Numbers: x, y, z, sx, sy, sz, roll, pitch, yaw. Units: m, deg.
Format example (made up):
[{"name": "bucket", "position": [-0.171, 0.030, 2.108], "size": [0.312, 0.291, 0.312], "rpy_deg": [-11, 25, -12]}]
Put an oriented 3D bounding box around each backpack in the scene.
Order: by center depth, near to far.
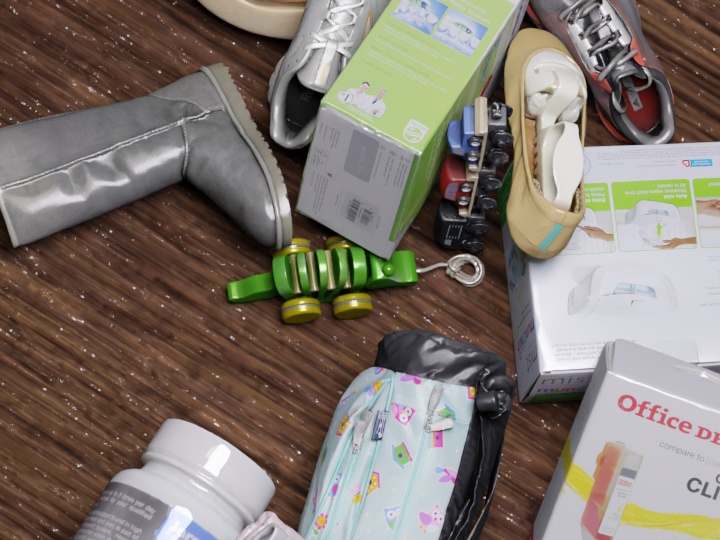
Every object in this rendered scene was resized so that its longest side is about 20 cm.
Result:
[{"name": "backpack", "position": [0.030, 0.147, 1.680], "size": [0.126, 0.167, 0.201], "rpy_deg": [18, 85, 8]}]

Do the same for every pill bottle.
[{"name": "pill bottle", "position": [-0.151, 0.212, 1.648], "size": [0.114, 0.114, 0.200], "rpy_deg": [31, 72, 3]}]

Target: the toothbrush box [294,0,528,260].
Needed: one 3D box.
[{"name": "toothbrush box", "position": [0.041, -0.133, 1.738], "size": [0.086, 0.146, 0.200], "rpy_deg": [27, 57, 7]}]

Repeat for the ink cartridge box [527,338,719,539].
[{"name": "ink cartridge box", "position": [0.207, 0.170, 1.671], "size": [0.145, 0.083, 0.201], "rpy_deg": [19, 105, 1]}]

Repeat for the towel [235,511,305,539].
[{"name": "towel", "position": [-0.073, 0.283, 1.598], "size": [0.200, 0.032, 0.191], "rpy_deg": [-44, 125, -1]}]

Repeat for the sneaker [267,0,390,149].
[{"name": "sneaker", "position": [-0.016, -0.175, 1.741], "size": [0.075, 0.201, 0.092], "rpy_deg": [18, 27, -4]}]

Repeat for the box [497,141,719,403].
[{"name": "box", "position": [0.215, 0.001, 1.766], "size": [0.199, 0.097, 0.177], "rpy_deg": [-3, 73, -8]}]

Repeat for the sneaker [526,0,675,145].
[{"name": "sneaker", "position": [0.188, -0.176, 1.783], "size": [0.077, 0.082, 0.200], "rpy_deg": [-35, 111, 5]}]

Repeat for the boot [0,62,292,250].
[{"name": "boot", "position": [-0.168, -0.062, 1.748], "size": [0.199, 0.073, 0.182], "rpy_deg": [-18, 56, -19]}]

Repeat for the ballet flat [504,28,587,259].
[{"name": "ballet flat", "position": [0.143, -0.103, 1.710], "size": [0.068, 0.063, 0.201], "rpy_deg": [13, 58, -20]}]

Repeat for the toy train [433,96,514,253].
[{"name": "toy train", "position": [0.079, -0.068, 1.718], "size": [0.046, 0.200, 0.034], "rpy_deg": [3, 63, -3]}]

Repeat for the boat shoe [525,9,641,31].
[{"name": "boat shoe", "position": [0.138, -0.238, 1.837], "size": [0.200, 0.073, 0.075], "rpy_deg": [37, 101, -19]}]

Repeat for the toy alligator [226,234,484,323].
[{"name": "toy alligator", "position": [0.000, 0.000, 1.762], "size": [0.199, 0.054, 0.060], "rpy_deg": [-6, 74, -9]}]

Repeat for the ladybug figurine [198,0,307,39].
[{"name": "ladybug figurine", "position": [-0.041, -0.247, 1.811], "size": [0.199, 0.072, 0.136], "rpy_deg": [4, 102, 4]}]
